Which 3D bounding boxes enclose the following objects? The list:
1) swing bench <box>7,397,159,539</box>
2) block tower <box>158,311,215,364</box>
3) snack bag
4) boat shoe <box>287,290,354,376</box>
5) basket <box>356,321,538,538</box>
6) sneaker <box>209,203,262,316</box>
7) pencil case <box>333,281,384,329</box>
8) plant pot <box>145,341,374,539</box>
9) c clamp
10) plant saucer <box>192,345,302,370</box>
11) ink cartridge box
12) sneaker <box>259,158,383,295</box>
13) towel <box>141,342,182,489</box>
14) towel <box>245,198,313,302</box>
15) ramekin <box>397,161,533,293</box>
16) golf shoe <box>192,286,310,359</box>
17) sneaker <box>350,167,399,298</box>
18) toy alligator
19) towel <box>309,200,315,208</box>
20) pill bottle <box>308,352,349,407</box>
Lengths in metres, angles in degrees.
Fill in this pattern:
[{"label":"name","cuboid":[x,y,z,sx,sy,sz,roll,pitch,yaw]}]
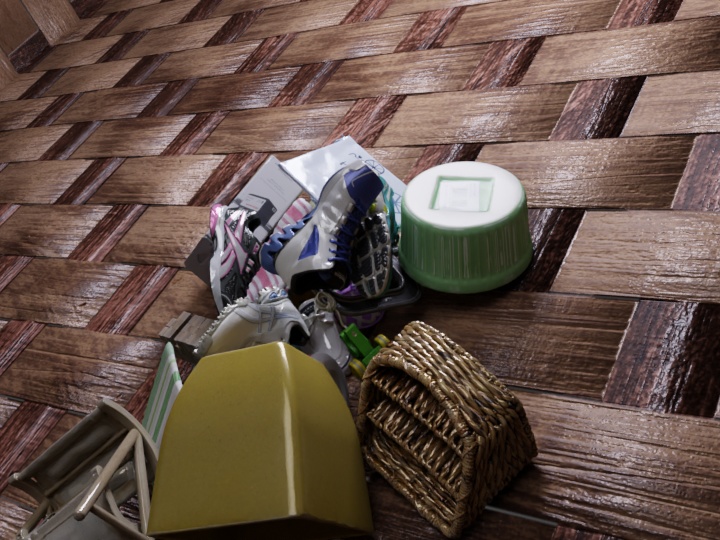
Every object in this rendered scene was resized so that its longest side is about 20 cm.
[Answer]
[{"label":"swing bench","cuboid":[-0.357,0.310,1.137,0.198,0.130,0.202,-38,29,18]},{"label":"block tower","cuboid":[-0.214,0.112,1.318,0.197,0.058,0.054,12,52,41]},{"label":"snack bag","cuboid":[-0.011,-0.122,1.366,0.200,0.022,0.187,42,41,17]},{"label":"boat shoe","cuboid":[-0.067,0.075,1.300,0.070,0.070,0.201,-27,42,-2]},{"label":"basket","cuboid":[0.078,0.171,1.014,0.148,0.144,0.199,-39,43,-14]},{"label":"sneaker","cuboid":[-0.182,-0.013,1.351,0.084,0.081,0.205,-4,70,-2]},{"label":"pencil case","cuboid":[-0.004,-0.004,1.351,0.082,0.086,0.202,-19,37,11]},{"label":"plant pot","cuboid":[-0.110,0.197,1.018,0.190,0.195,0.205,-13,67,21]},{"label":"c clamp","cuboid":[0.000,0.000,1.268,0.197,0.027,0.171,-14,51,-39]},{"label":"plant saucer","cuboid":[-0.180,0.131,1.350,0.196,0.036,0.202,-19,36,14]},{"label":"ink cartridge box","cuboid":[-0.196,-0.076,1.521,0.201,0.083,0.145,-55,8,-31]},{"label":"sneaker","cuboid":[-0.033,-0.037,1.181,0.199,0.080,0.116,-43,54,5]},{"label":"towel","cuboid":[-0.265,0.219,1.235,0.023,0.155,0.201,10,24,-26]},{"label":"towel","cuboid":[-0.129,-0.010,1.367,0.202,0.030,0.146,-56,27,7]},{"label":"ramekin","cuboid":[0.147,-0.069,1.268,0.195,0.099,0.202,-5,37,4]},{"label":"golf shoe","cuboid":[-0.136,0.087,1.193,0.199,0.097,0.079,-28,-23,-55]},{"label":"sneaker","cuboid":[0.027,-0.052,1.244,0.077,0.079,0.204,-24,52,34]},{"label":"toy alligator","cuboid":[0.008,0.111,1.167,0.059,0.201,0.054,-39,-8,-16]},{"label":"towel","cuboid":[-0.066,-0.068,1.426,0.036,0.149,0.203,15,51,-13]},{"label":"pill bottle","cuboid":[-0.119,0.181,1.180,0.196,0.114,0.114,-13,38,22]}]
